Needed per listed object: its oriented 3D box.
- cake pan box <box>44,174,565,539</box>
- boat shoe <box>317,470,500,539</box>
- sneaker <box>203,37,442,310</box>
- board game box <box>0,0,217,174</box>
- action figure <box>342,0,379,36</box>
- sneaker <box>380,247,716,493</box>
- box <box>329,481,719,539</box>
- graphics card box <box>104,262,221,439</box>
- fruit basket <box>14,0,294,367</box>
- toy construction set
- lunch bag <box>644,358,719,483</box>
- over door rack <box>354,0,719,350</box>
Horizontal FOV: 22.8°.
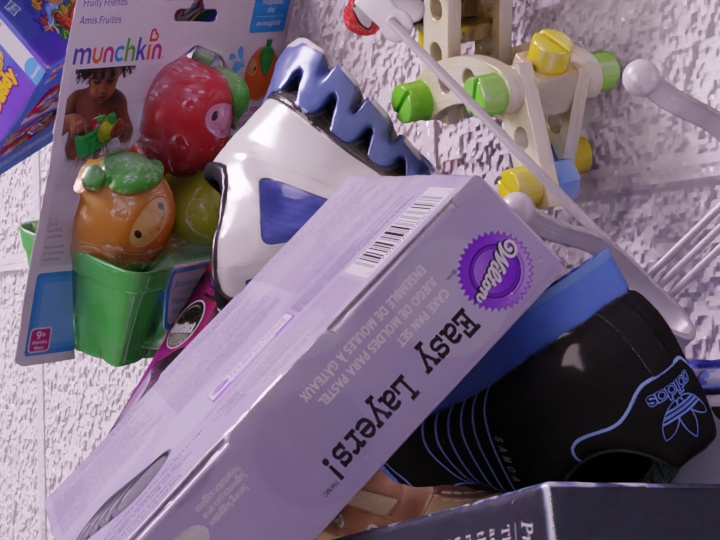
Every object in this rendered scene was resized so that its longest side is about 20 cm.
[{"bbox_3d":[-0.029,0.043,0.650,0.200,0.052,0.184,-47,13,-8],"label":"cake pan box"},{"bbox_3d":[-0.002,0.113,0.884,0.200,0.076,0.074,-12,84,57],"label":"boat shoe"},{"bbox_3d":[-0.001,-0.001,0.798,0.115,0.081,0.199,-44,69,-4],"label":"sneaker"},{"bbox_3d":[-0.143,-0.134,0.992,0.045,0.200,0.134,48,138,1],"label":"board game box"},{"bbox_3d":[0.006,-0.199,0.826,0.065,0.099,0.200,39,128,37],"label":"action figure"},{"bbox_3d":[0.062,0.062,0.671,0.078,0.070,0.200,56,156,7],"label":"sneaker"},{"bbox_3d":[0.065,0.136,0.575,0.200,0.148,0.107,-26,64,55],"label":"box"},{"bbox_3d":[-0.048,0.039,0.886,0.125,0.051,0.200,1,58,57],"label":"graphics card box"},{"bbox_3d":[-0.099,-0.052,0.951,0.094,0.185,0.200,28,111,27],"label":"fruit basket"},{"bbox_3d":[0.065,-0.135,0.763,0.131,0.092,0.200,35,118,54],"label":"toy construction set"},{"bbox_3d":[0.141,0.106,0.665,0.200,0.075,0.161,-7,81,57],"label":"lunch bag"},{"bbox_3d":[0.096,-0.089,0.662,0.148,0.067,0.200,-47,69,22],"label":"over door rack"}]
